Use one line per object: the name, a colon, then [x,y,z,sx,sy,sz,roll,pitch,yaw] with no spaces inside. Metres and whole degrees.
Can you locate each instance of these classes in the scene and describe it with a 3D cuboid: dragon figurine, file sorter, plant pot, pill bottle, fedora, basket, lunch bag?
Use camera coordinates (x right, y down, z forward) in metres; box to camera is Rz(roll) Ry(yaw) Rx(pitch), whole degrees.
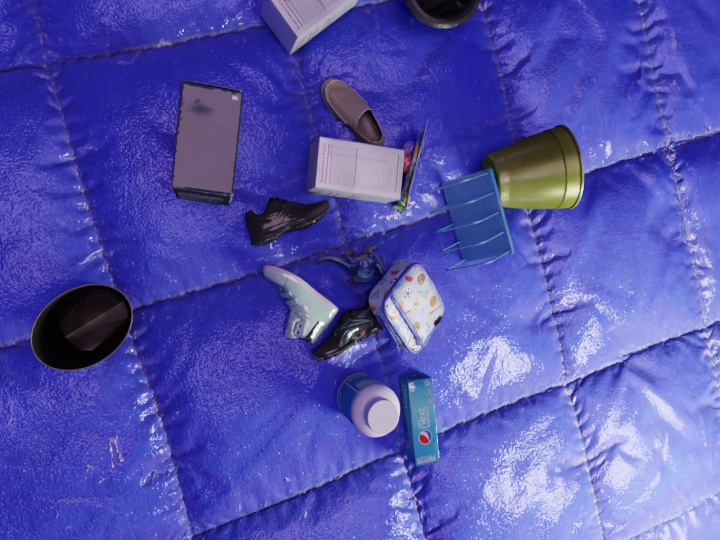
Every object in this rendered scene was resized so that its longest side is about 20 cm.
dragon figurine: [0.000,0.000,1.344,0.196,0.059,0.102,-9,93,-17]
file sorter: [0.246,-0.112,1.352,0.122,0.137,0.204,-24,99,-46]
plant pot: [0.401,-0.232,1.402,0.189,0.200,0.205,-10,94,-4]
pill bottle: [0.019,0.297,1.282,0.109,0.200,0.113,0,92,-16]
fedora: [0.179,-0.648,1.367,0.197,0.091,0.205,0,91,-16]
basket: [-0.515,0.096,1.120,0.179,0.200,0.137,-34,101,-12]
lunch bag: [0.108,0.089,1.333,0.161,0.075,0.201,-51,127,-23]

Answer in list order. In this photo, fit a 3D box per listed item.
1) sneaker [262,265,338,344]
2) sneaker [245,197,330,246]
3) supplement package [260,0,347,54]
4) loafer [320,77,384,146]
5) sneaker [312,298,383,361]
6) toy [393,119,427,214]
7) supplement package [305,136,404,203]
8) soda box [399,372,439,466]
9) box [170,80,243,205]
sneaker: [-0.154,0.081,1.289,0.199,0.074,0.119,37,75,-16]
sneaker: [-0.161,-0.126,1.289,0.197,0.076,0.092,-22,90,-17]
supplement package: [-0.105,-0.589,1.267,0.199,0.109,0.114,-41,101,-12]
loafer: [-0.009,-0.359,1.329,0.200,0.068,0.076,46,79,-12]
sneaker: [-0.032,0.139,1.339,0.198,0.075,0.080,-28,89,-23]
toy: [0.107,-0.239,1.347,0.046,0.115,0.204,11,87,-3]
supplement package: [-0.015,-0.222,1.309,0.196,0.109,0.116,6,89,-17]
soda box: [0.139,0.352,1.387,0.063,0.068,0.204,-6,93,-15]
box: [-0.308,-0.247,1.177,0.122,0.196,0.204,6,89,-16]
